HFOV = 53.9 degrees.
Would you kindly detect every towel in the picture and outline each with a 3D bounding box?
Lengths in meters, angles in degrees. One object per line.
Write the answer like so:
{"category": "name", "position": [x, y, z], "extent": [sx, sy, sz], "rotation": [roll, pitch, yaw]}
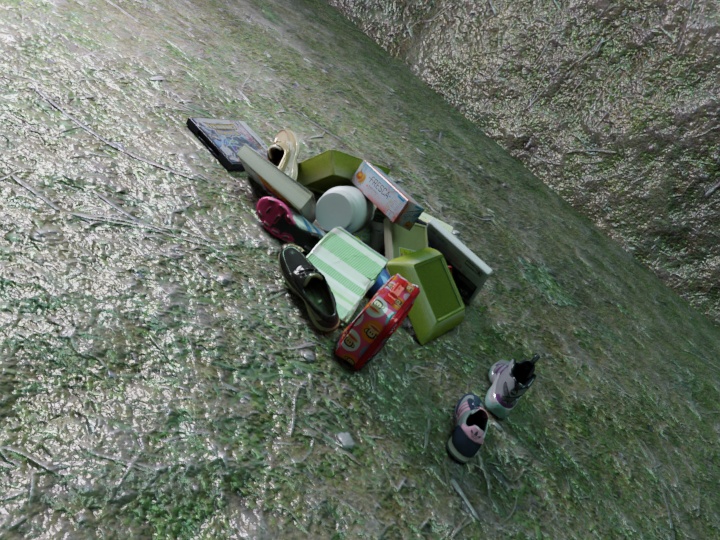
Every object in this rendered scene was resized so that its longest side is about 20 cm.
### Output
{"category": "towel", "position": [-0.045, 0.005, 1.481], "extent": [0.152, 0.023, 0.201], "rotation": [35, 54, 4]}

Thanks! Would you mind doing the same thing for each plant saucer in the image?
{"category": "plant saucer", "position": [-0.058, -0.233, 1.792], "extent": [0.198, 0.199, 0.049], "rotation": [11, 75, -40]}
{"category": "plant saucer", "position": [0.165, 0.046, 1.624], "extent": [0.199, 0.048, 0.202], "rotation": [-19, 84, -53]}

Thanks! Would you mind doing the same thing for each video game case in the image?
{"category": "video game case", "position": [-0.309, -0.315, 1.768], "extent": [0.181, 0.026, 0.199], "rotation": [47, 28, 19]}
{"category": "video game case", "position": [0.233, -0.022, 1.802], "extent": [0.200, 0.182, 0.023], "rotation": [43, 66, 13]}

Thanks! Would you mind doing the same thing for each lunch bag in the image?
{"category": "lunch bag", "position": [0.040, 0.086, 1.373], "extent": [0.082, 0.177, 0.200], "rotation": [37, 27, 5]}

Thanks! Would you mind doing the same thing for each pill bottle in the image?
{"category": "pill bottle", "position": [-0.039, -0.141, 1.667], "extent": [0.114, 0.115, 0.200], "rotation": [39, 13, 5]}

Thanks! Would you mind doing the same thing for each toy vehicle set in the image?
{"category": "toy vehicle set", "position": [0.113, -0.020, 1.680], "extent": [0.123, 0.026, 0.203], "rotation": [12, 67, -39]}

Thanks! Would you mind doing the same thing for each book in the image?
{"category": "book", "position": [-0.189, -0.191, 1.621], "extent": [0.199, 0.048, 0.134], "rotation": [39, -10, 11]}

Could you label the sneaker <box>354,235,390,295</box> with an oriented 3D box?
{"category": "sneaker", "position": [0.000, 0.000, 1.599], "extent": [0.078, 0.066, 0.201], "rotation": [-10, 51, -39]}

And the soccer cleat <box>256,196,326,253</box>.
{"category": "soccer cleat", "position": [-0.145, -0.090, 1.575], "extent": [0.199, 0.070, 0.086], "rotation": [37, 7, 2]}

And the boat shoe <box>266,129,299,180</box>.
{"category": "boat shoe", "position": [-0.196, -0.287, 1.751], "extent": [0.069, 0.073, 0.202], "rotation": [32, 36, -37]}

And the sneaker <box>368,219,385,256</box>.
{"category": "sneaker", "position": [0.066, -0.072, 1.783], "extent": [0.074, 0.082, 0.200], "rotation": [13, -2, 23]}

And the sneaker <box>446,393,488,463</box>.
{"category": "sneaker", "position": [0.224, 0.288, 1.374], "extent": [0.070, 0.082, 0.200], "rotation": [34, 27, -2]}

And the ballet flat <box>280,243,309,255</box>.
{"category": "ballet flat", "position": [-0.082, 0.001, 1.508], "extent": [0.199, 0.047, 0.067], "rotation": [38, 28, 2]}

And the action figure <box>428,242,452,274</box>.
{"category": "action figure", "position": [0.185, -0.009, 1.755], "extent": [0.201, 0.065, 0.099], "rotation": [59, -6, -8]}

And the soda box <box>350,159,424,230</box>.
{"category": "soda box", "position": [0.061, -0.178, 1.662], "extent": [0.068, 0.064, 0.200], "rotation": [21, 21, -46]}

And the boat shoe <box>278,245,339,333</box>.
{"category": "boat shoe", "position": [-0.096, 0.025, 1.393], "extent": [0.071, 0.066, 0.202], "rotation": [-20, 66, -26]}

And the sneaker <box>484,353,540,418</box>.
{"category": "sneaker", "position": [0.345, 0.224, 1.552], "extent": [0.077, 0.140, 0.200], "rotation": [34, 27, -3]}

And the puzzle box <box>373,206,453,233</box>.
{"category": "puzzle box", "position": [0.128, -0.118, 1.843], "extent": [0.198, 0.133, 0.026], "rotation": [25, 64, -4]}
